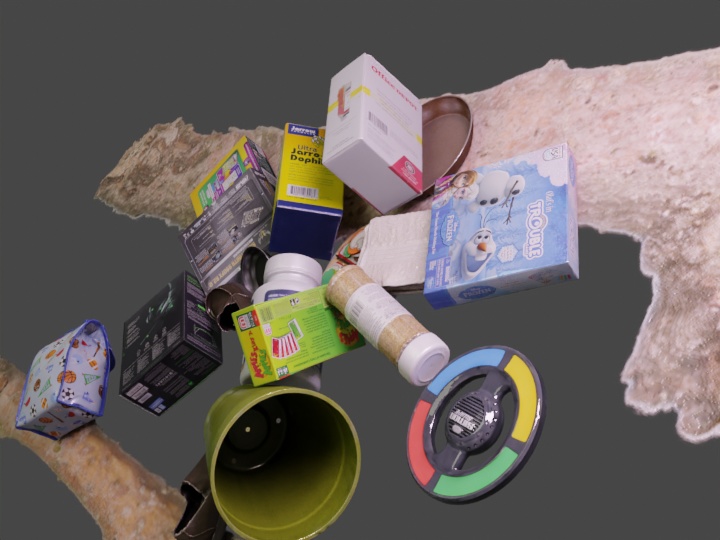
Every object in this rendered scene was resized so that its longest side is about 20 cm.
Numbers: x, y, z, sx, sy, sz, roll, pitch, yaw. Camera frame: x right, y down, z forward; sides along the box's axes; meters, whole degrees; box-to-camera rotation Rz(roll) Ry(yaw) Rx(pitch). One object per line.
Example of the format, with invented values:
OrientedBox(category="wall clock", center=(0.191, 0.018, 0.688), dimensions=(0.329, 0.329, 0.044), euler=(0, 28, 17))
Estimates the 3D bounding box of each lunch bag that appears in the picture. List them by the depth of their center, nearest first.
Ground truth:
OrientedBox(category="lunch bag", center=(-0.578, 0.211, 1.861), dimensions=(0.169, 0.123, 0.202), euler=(-28, 48, 32))

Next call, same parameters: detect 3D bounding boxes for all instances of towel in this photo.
OrientedBox(category="towel", center=(0.081, -0.029, 1.345), dimensions=(0.198, 0.034, 0.134), euler=(-8, 54, 32))

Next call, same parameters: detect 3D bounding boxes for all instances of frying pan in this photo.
OrientedBox(category="frying pan", center=(-0.151, -0.005, 1.558), dimensions=(0.116, 0.031, 0.190), euler=(61, 142, 19))

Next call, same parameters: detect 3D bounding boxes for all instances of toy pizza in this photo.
OrientedBox(category="toy pizza", center=(0.000, 0.000, 1.445), dimensions=(0.199, 0.032, 0.202), euler=(-31, 40, 29))

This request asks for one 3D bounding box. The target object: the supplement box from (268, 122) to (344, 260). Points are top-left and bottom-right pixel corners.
OrientedBox(category="supplement box", center=(-0.086, -0.133, 1.564), dimensions=(0.109, 0.108, 0.201), euler=(107, 169, -48))

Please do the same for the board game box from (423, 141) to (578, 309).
OrientedBox(category="board game box", center=(0.185, -0.059, 1.237), dimensions=(0.197, 0.043, 0.202), euler=(-14, 49, 27))

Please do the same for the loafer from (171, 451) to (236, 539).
OrientedBox(category="loafer", center=(-0.220, 0.311, 1.368), dimensions=(0.073, 0.071, 0.202), euler=(-27, 42, 42))

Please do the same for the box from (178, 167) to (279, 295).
OrientedBox(category="box", center=(-0.224, -0.062, 1.703), dimensions=(0.200, 0.048, 0.159), euler=(-42, 59, 16))

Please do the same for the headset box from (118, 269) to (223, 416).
OrientedBox(category="headset box", center=(-0.338, 0.123, 1.679), dimensions=(0.174, 0.093, 0.201), euler=(-39, 36, 19))

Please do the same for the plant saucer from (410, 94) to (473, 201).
OrientedBox(category="plant saucer", center=(0.105, -0.186, 1.488), dimensions=(0.199, 0.034, 0.202), euler=(-30, 40, 28))

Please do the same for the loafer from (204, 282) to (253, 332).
OrientedBox(category="loafer", center=(-0.215, 0.065, 1.583), dimensions=(0.199, 0.070, 0.074), euler=(10, 105, 52))

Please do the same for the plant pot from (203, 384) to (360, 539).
OrientedBox(category="plant pot", center=(-0.127, 0.236, 1.263), dimensions=(0.201, 0.200, 0.193), euler=(-57, 23, -7))

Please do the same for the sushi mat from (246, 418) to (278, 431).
OrientedBox(category="sushi mat", center=(-0.137, 0.185, 1.457), dimensions=(0.095, 0.012, 0.202), euler=(0, 59, 49))

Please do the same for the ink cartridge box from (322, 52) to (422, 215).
OrientedBox(category="ink cartridge box", center=(0.023, -0.211, 1.451), dimensions=(0.083, 0.145, 0.202), euler=(-29, 40, 33))

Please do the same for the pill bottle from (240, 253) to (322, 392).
OrientedBox(category="pill bottle", center=(-0.109, 0.083, 1.405), dimensions=(0.119, 0.119, 0.202), euler=(-21, 52, 38))

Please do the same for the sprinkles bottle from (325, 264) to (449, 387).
OrientedBox(category="sprinkles bottle", center=(0.033, 0.071, 1.261), dimensions=(0.068, 0.068, 0.200), euler=(-50, 51, 3))

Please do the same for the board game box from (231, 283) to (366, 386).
OrientedBox(category="board game box", center=(-0.081, 0.082, 1.302), dimensions=(0.047, 0.199, 0.103), euler=(-19, 88, 38))

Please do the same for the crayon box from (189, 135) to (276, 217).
OrientedBox(category="crayon box", center=(-0.246, -0.148, 1.847), dimensions=(0.173, 0.058, 0.201), euler=(-46, 36, 13))

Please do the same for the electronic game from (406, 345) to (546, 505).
OrientedBox(category="electronic game", center=(0.133, 0.180, 1.116), dimensions=(0.199, 0.042, 0.201), euler=(-30, 40, 29))
